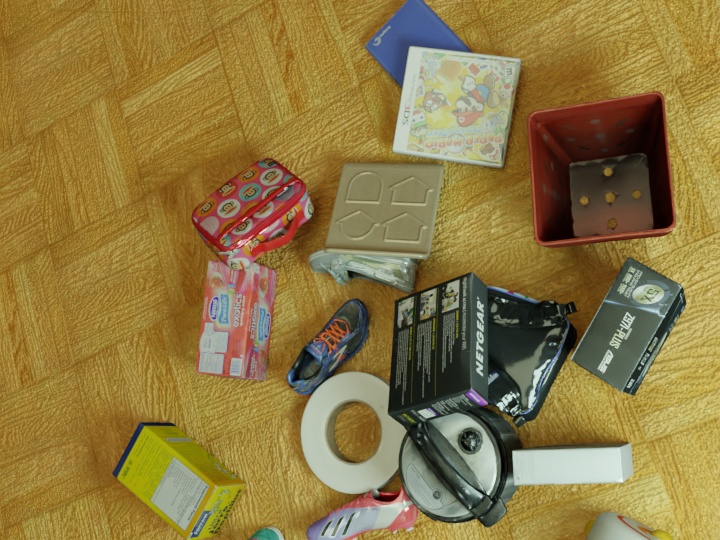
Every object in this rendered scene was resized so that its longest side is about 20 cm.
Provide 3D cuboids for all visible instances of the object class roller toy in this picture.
[{"bbox_3d":[0.395,0.428,1.244,0.180,0.200,0.142,26,90,11],"label":"roller toy"}]

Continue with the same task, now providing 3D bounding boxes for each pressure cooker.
[{"bbox_3d":[0.149,0.289,1.356,0.172,0.199,0.183,3,83,22],"label":"pressure cooker"}]

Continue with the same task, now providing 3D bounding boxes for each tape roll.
[{"bbox_3d":[-0.006,0.273,1.511,0.199,0.037,0.208,-4,79,21],"label":"tape roll"}]

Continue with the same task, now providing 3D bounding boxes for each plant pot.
[{"bbox_3d":[0.370,-0.130,1.350,0.196,0.176,0.205,-6,78,21],"label":"plant pot"}]

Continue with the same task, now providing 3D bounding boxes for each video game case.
[{"bbox_3d":[0.163,-0.280,1.520,0.196,0.023,0.186,10,91,15],"label":"video game case"}]

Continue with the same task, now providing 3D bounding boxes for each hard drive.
[{"bbox_3d":[0.114,-0.377,1.578,0.132,0.025,0.201,-43,69,11],"label":"hard drive"}]

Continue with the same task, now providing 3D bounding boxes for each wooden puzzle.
[{"bbox_3d":[0.043,-0.099,1.521,0.181,0.047,0.203,4,57,16],"label":"wooden puzzle"}]

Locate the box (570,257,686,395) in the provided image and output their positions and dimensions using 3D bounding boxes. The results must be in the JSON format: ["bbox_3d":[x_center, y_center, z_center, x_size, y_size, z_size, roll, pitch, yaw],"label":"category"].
[{"bbox_3d":[0.393,0.087,1.290,0.085,0.199,0.166,31,92,23],"label":"box"}]

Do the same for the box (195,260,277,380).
[{"bbox_3d":[-0.221,0.091,1.598,0.100,0.094,0.205,2,81,22],"label":"box"}]

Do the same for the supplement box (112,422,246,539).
[{"bbox_3d":[-0.322,0.371,1.584,0.198,0.109,0.110,32,94,24],"label":"supplement box"}]

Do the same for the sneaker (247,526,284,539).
[{"bbox_3d":[-0.161,0.536,1.483,0.082,0.120,0.204,-16,76,18],"label":"sneaker"}]

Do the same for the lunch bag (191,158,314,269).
[{"bbox_3d":[-0.184,-0.095,1.578,0.199,0.083,0.176,-39,50,-15],"label":"lunch bag"}]

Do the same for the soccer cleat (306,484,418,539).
[{"bbox_3d":[0.000,0.400,1.466,0.196,0.067,0.078,-14,96,14],"label":"soccer cleat"}]

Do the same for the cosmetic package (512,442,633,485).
[{"bbox_3d":[0.312,0.279,1.291,0.148,0.200,0.053,-4,80,20],"label":"cosmetic package"}]

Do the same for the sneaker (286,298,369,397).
[{"bbox_3d":[-0.056,0.135,1.532,0.075,0.078,0.202,37,96,22],"label":"sneaker"}]

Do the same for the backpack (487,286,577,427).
[{"bbox_3d":[0.222,0.119,1.382,0.188,0.154,0.202,27,81,24],"label":"backpack"}]

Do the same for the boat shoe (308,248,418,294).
[{"bbox_3d":[0.001,0.000,1.536,0.197,0.074,0.066,5,78,16],"label":"boat shoe"}]

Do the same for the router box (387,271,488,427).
[{"bbox_3d":[0.116,0.116,1.322,0.147,0.051,0.203,-22,46,33],"label":"router box"}]
